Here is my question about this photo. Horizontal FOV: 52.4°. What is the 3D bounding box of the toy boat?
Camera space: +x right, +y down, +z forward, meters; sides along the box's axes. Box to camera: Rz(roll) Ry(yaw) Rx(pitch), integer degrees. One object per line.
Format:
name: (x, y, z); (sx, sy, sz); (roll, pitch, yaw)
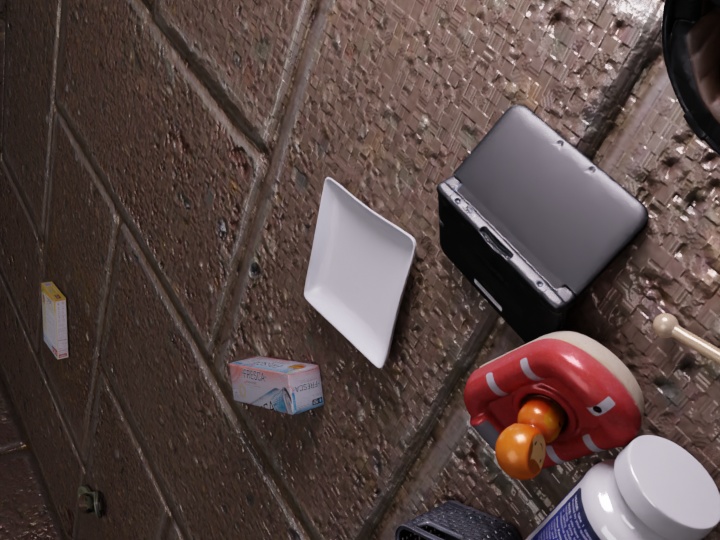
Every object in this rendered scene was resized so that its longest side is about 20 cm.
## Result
toy boat: (0.177, 0.151, 0.724); (0.131, 0.131, 0.200); (47, 140, -3)

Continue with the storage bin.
storage bin: (0.125, 0.408, 0.906); (0.134, 0.093, 0.203); (4, 101, 52)

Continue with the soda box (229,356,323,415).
soda box: (-0.144, 0.189, 1.223); (0.199, 0.063, 0.070); (-2, 97, 53)

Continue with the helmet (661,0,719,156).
helmet: (0.310, -0.166, 0.452); (0.202, 0.189, 0.200); (63, 178, 3)

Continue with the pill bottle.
pill bottle: (0.242, 0.255, 0.699); (0.116, 0.115, 0.201); (51, 135, 31)

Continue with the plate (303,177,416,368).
plate: (0.000, 0.000, 1.017); (0.200, 0.032, 0.202); (39, 127, 40)

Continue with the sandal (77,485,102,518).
sandal: (-0.839, 0.716, 2.247); (0.200, 0.057, 0.081); (-5, 95, 52)

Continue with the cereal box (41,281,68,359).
cereal box: (-0.944, 0.154, 2.260); (0.143, 0.039, 0.203); (31, 122, 44)

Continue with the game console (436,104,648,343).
game console: (0.183, -0.039, 0.784); (0.201, 0.116, 0.177); (51, 164, 32)

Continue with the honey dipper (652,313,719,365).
honey dipper: (0.330, 0.090, 0.612); (0.200, 0.038, 0.038); (39, 127, 42)
